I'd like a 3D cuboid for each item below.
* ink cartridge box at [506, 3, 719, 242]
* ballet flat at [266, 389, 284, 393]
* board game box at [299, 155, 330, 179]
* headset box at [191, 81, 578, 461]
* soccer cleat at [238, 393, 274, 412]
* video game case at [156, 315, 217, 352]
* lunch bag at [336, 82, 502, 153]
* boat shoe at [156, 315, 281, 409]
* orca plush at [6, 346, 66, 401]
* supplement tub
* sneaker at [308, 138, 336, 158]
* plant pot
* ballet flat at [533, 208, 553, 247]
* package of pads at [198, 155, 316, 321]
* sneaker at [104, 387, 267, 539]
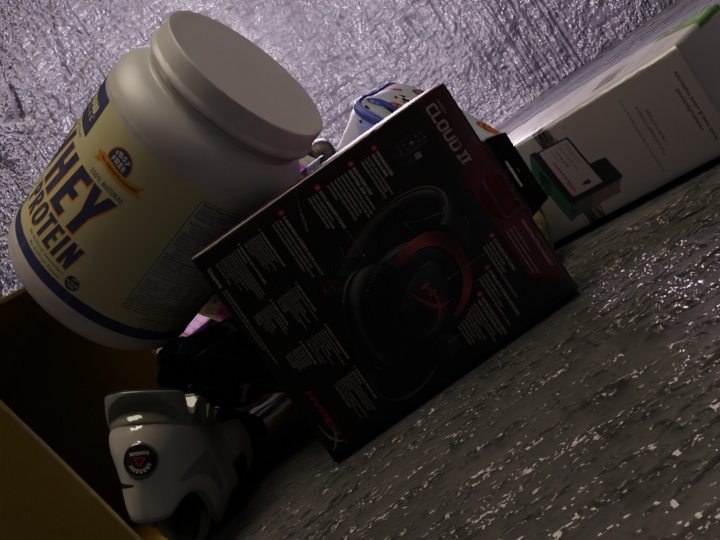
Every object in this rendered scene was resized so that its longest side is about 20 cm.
[{"bbox_3d":[0.191,-0.102,0.768,0.200,0.085,0.146,-31,6,39],"label":"ink cartridge box"},{"bbox_3d":[-0.060,0.055,0.789,0.057,0.067,0.200,-25,-20,-23],"label":"ballet flat"},{"bbox_3d":[0.005,-0.016,0.787,0.199,0.035,0.135,18,-35,-40],"label":"board game box"},{"bbox_3d":[0.022,-0.007,0.615,0.200,0.149,0.075,-36,6,0],"label":"headset box"},{"bbox_3d":[-0.119,0.103,0.915,0.200,0.078,0.069,-38,6,-33],"label":"soccer cleat"},{"bbox_3d":[-0.188,0.105,1.135,0.182,0.036,0.200,-66,-9,23],"label":"video game case"},{"bbox_3d":[0.084,-0.108,0.976,0.076,0.199,0.160,-67,-10,23],"label":"lunch bag"},{"bbox_3d":[-0.113,0.070,0.749,0.092,0.075,0.200,-11,-9,-25],"label":"boat shoe"},{"bbox_3d":[-0.210,0.136,0.883,0.071,0.201,0.105,16,55,35],"label":"orca plush"},{"bbox_3d":[-0.132,-0.059,0.689,0.200,0.145,0.145,-49,-1,22],"label":"supplement tub"},{"bbox_3d":[-0.067,-0.022,0.973,0.115,0.201,0.076,-9,16,-14],"label":"sneaker"},{"bbox_3d":[-0.237,0.147,0.735,0.176,0.200,0.200,-46,2,15],"label":"plant pot"},{"bbox_3d":[0.044,-0.017,0.690,0.199,0.071,0.071,-4,-6,-19],"label":"ballet flat"},{"bbox_3d":[-0.140,-0.048,0.827,0.155,0.199,0.068,-63,20,15],"label":"package of pads"},{"bbox_3d":[-0.111,0.132,0.654,0.074,0.089,0.200,-8,-14,12],"label":"sneaker"}]
